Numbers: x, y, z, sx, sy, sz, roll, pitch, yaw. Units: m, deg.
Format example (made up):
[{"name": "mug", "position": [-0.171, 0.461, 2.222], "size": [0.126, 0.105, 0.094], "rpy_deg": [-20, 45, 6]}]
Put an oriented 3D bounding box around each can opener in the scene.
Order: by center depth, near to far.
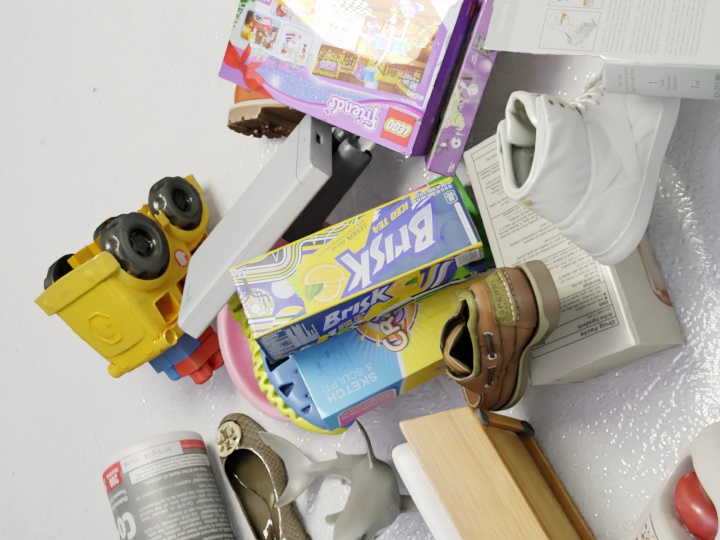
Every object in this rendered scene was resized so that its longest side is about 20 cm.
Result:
[{"name": "can opener", "position": [-0.003, -0.102, 1.064], "size": [0.200, 0.066, 0.053], "rpy_deg": [-48, 32, 19]}]

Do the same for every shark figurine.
[{"name": "shark figurine", "position": [-0.009, 0.178, 1.074], "size": [0.214, 0.128, 0.090], "rpy_deg": [18, 125, 67]}]

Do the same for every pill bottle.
[{"name": "pill bottle", "position": [-0.189, 0.278, 1.208], "size": [0.114, 0.114, 0.201], "rpy_deg": [-36, 65, 34]}]

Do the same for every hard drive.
[{"name": "hard drive", "position": [-0.095, -0.046, 1.063], "size": [0.200, 0.027, 0.132], "rpy_deg": [-49, 20, 22]}]

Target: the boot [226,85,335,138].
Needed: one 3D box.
[{"name": "boot", "position": [-0.044, -0.192, 1.133], "size": [0.199, 0.075, 0.108], "rpy_deg": [1, 76, 36]}]

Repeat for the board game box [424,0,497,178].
[{"name": "board game box", "position": [0.097, -0.184, 0.984], "size": [0.032, 0.120, 0.201], "rpy_deg": [19, 105, 1]}]

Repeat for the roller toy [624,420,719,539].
[{"name": "roller toy", "position": [0.268, 0.200, 0.764], "size": [0.200, 0.182, 0.140], "rpy_deg": [44, 116, 33]}]

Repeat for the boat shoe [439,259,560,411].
[{"name": "boat shoe", "position": [0.091, 0.054, 0.887], "size": [0.200, 0.068, 0.072], "rpy_deg": [98, 156, -58]}]

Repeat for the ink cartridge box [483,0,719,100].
[{"name": "ink cartridge box", "position": [0.195, -0.219, 0.845], "size": [0.173, 0.044, 0.201], "rpy_deg": [7, 64, 19]}]

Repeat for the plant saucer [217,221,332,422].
[{"name": "plant saucer", "position": [-0.057, 0.046, 1.145], "size": [0.200, 0.051, 0.202], "rpy_deg": [-1, 88, 41]}]

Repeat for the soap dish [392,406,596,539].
[{"name": "soap dish", "position": [0.121, 0.201, 0.921], "size": [0.081, 0.157, 0.200], "rpy_deg": [-37, 63, 15]}]

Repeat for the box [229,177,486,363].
[{"name": "box", "position": [0.000, 0.000, 0.964], "size": [0.199, 0.064, 0.070], "rpy_deg": [-22, 66, 0]}]

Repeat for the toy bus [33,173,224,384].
[{"name": "toy bus", "position": [-0.205, 0.021, 1.223], "size": [0.136, 0.200, 0.192], "rpy_deg": [-31, 104, 37]}]

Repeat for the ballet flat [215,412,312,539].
[{"name": "ballet flat", "position": [-0.101, 0.232, 1.178], "size": [0.067, 0.046, 0.200], "rpy_deg": [-43, 62, 31]}]

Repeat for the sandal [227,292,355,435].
[{"name": "sandal", "position": [-0.058, 0.058, 1.064], "size": [0.087, 0.079, 0.200], "rpy_deg": [-44, 62, 26]}]

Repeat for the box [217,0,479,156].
[{"name": "box", "position": [-0.014, -0.195, 0.987], "size": [0.199, 0.039, 0.137], "rpy_deg": [25, 106, 21]}]

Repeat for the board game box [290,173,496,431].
[{"name": "board game box", "position": [0.028, 0.025, 1.006], "size": [0.199, 0.040, 0.153], "rpy_deg": [-27, 66, -2]}]

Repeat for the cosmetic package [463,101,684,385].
[{"name": "cosmetic package", "position": [0.167, -0.019, 0.926], "size": [0.103, 0.087, 0.201], "rpy_deg": [-25, 71, 36]}]

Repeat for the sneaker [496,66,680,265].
[{"name": "sneaker", "position": [0.163, -0.116, 0.846], "size": [0.074, 0.115, 0.201], "rpy_deg": [-31, 35, 52]}]
